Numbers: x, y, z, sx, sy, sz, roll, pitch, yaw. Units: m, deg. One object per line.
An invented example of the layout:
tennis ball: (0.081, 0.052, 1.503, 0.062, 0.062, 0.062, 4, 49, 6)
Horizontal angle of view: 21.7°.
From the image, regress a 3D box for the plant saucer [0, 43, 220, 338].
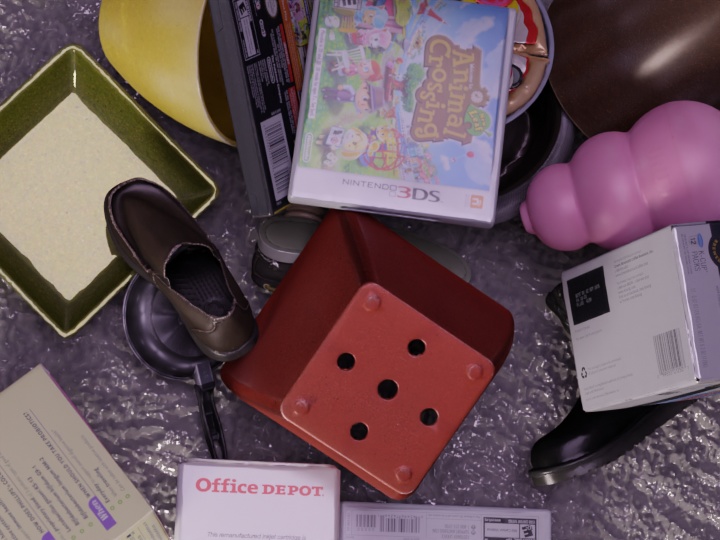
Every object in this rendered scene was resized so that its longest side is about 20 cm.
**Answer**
plant saucer: (-0.265, -0.071, 1.717, 0.200, 0.048, 0.200, 45, 78, 3)

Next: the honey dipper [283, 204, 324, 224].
honey dipper: (-0.039, -0.141, 1.763, 0.038, 0.038, 0.201, 10, 76, -5)

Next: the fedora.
fedora: (0.102, -0.124, 1.748, 0.177, 0.090, 0.200, 39, 71, 1)

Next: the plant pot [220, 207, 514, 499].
plant pot: (0.014, 0.084, 1.612, 0.199, 0.176, 0.200, 34, 95, -9)

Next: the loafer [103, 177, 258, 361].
loafer: (-0.154, -0.014, 1.640, 0.073, 0.071, 0.200, -35, 68, -19)

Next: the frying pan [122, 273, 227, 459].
frying pan: (-0.161, 0.078, 1.685, 0.114, 0.031, 0.191, 8, 80, -26)

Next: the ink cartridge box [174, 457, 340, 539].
ink cartridge box: (-0.093, 0.271, 1.650, 0.144, 0.084, 0.201, 3, 79, -5)

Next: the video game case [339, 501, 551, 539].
video game case: (0.074, 0.303, 1.686, 0.199, 0.024, 0.183, 4, 79, -12)

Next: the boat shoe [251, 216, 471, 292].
boat shoe: (0.000, 0.000, 1.729, 0.200, 0.061, 0.072, 10, 38, -9)

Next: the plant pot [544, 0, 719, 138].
plant pot: (0.297, -0.223, 1.701, 0.186, 0.200, 0.188, 15, 61, -29)

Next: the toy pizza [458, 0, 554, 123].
toy pizza: (0.078, -0.213, 1.704, 0.199, 0.032, 0.201, 1, 66, -3)

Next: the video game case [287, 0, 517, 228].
video game case: (0.038, -0.146, 1.650, 0.181, 0.022, 0.201, 7, 77, -1)

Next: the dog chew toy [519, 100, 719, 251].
dog chew toy: (0.238, -0.073, 1.659, 0.199, 0.125, 0.125, -16, 80, 12)

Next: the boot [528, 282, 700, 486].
boot: (0.209, 0.088, 1.722, 0.211, 0.079, 0.158, -31, 91, -22)

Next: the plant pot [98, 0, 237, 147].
plant pot: (-0.151, -0.222, 1.704, 0.141, 0.200, 0.201, 13, 76, 27)

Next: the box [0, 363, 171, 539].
box: (-0.295, 0.217, 1.608, 0.200, 0.097, 0.176, -37, 67, -13)

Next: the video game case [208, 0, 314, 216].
video game case: (-0.060, -0.169, 1.674, 0.025, 0.181, 0.201, -1, 108, 32)

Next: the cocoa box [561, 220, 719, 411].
cocoa box: (0.281, 0.039, 1.606, 0.131, 0.200, 0.134, -4, 80, -23)
